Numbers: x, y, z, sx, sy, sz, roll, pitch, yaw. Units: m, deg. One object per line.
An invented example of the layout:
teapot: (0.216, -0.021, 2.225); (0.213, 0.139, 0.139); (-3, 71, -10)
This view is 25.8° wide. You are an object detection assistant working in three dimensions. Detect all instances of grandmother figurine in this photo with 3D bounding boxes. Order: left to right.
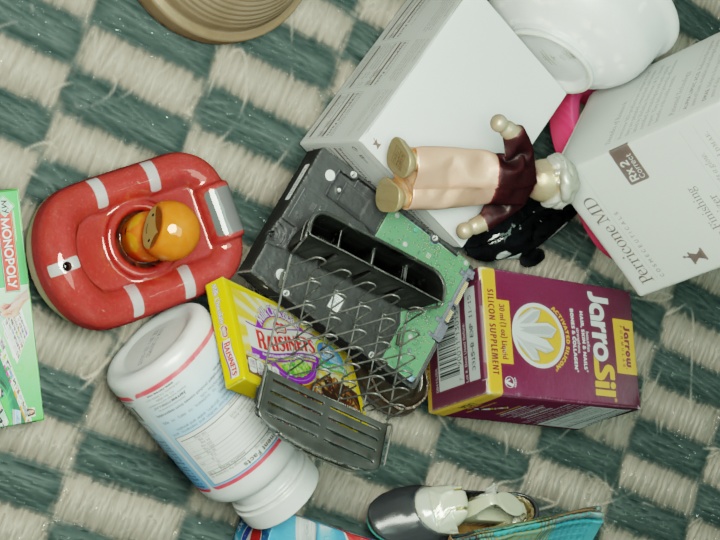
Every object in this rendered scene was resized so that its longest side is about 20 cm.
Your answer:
grandmother figurine: (0.118, -0.088, 1.442); (0.200, 0.061, 0.121); (2, 127, -29)

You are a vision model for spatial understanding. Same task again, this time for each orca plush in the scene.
orca plush: (0.203, -0.057, 1.628); (0.200, 0.071, 0.105); (-9, 97, -32)

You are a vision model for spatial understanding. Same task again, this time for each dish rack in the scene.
dish rack: (-0.012, 0.067, 1.362); (0.153, 0.055, 0.200); (26, 60, -26)

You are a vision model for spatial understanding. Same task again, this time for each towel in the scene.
towel: (0.153, 0.315, 1.605); (0.200, 0.022, 0.147); (-4, 123, -34)

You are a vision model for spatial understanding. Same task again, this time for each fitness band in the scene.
fitness band: (0.260, -0.104, 1.638); (0.144, 0.037, 0.200); (-11, 79, -54)

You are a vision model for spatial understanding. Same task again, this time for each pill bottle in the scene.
pill bottle: (-0.126, 0.134, 1.404); (0.109, 0.109, 0.200); (-47, 115, -22)

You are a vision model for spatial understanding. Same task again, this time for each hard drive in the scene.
hard drive: (0.000, 0.000, 1.444); (0.200, 0.038, 0.140); (36, 72, -22)

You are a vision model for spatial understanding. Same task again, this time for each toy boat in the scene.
toy boat: (-0.181, -0.028, 1.341); (0.200, 0.131, 0.131); (-22, 95, -31)

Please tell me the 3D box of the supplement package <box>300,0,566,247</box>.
supplement package: (0.073, -0.147, 1.518); (0.156, 0.111, 0.200); (45, 70, -26)

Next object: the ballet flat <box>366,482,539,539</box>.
ballet flat: (0.101, 0.241, 1.574); (0.200, 0.073, 0.073); (11, 86, -34)

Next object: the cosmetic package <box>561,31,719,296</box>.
cosmetic package: (0.328, -0.109, 1.533); (0.165, 0.200, 0.165); (51, 40, -18)

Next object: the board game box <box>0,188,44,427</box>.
board game box: (-0.341, 0.038, 1.309); (0.134, 0.029, 0.200); (-9, 96, -33)

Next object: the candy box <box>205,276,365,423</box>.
candy box: (-0.065, 0.080, 1.420); (0.200, 0.026, 0.102); (28, 39, -53)

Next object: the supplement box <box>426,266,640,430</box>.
supplement box: (0.171, 0.082, 1.578); (0.200, 0.103, 0.131); (8, 70, -33)

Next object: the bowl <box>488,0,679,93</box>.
bowl: (0.203, -0.237, 1.542); (0.201, 0.201, 0.090); (39, 70, -28)

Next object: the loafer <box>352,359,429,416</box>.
loafer: (0.021, 0.052, 1.516); (0.073, 0.071, 0.200); (-28, 107, -29)

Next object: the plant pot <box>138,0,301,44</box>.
plant pot: (-0.111, -0.305, 1.404); (0.201, 0.093, 0.201); (-2, 95, -32)

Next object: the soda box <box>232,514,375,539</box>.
soda box: (-0.025, 0.281, 1.502); (0.200, 0.064, 0.068); (24, 80, -32)
